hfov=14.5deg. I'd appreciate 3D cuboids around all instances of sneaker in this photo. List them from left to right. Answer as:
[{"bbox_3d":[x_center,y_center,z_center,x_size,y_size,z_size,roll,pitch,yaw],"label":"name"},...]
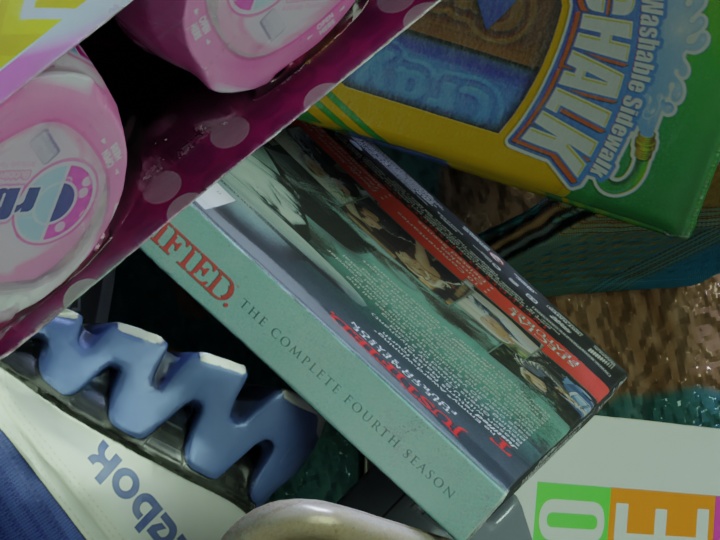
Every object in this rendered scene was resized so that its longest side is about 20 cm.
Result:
[{"bbox_3d":[-0.111,0.055,0.657,0.199,0.080,0.116,20,79,-18],"label":"sneaker"}]

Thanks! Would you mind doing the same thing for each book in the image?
[{"bbox_3d":[0.086,0.116,0.919,0.199,0.048,0.134,8,83,-43],"label":"book"}]

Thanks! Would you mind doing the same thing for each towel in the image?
[{"bbox_3d":[0.129,-0.033,0.879,0.146,0.200,0.022,-4,73,-43],"label":"towel"}]

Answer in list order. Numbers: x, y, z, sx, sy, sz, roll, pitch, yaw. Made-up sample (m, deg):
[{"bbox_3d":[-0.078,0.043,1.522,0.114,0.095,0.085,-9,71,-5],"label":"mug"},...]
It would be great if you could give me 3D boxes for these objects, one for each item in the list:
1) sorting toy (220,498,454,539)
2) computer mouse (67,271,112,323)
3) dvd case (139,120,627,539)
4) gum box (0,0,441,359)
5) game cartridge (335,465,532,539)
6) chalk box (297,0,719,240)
[{"bbox_3d":[-0.019,0.153,0.712,0.185,0.036,0.201,23,97,-53],"label":"sorting toy"},{"bbox_3d":[-0.102,0.046,0.745,0.109,0.044,0.201,3,86,-38],"label":"computer mouse"},{"bbox_3d":[0.000,0.000,0.759,0.146,0.022,0.200,42,12,5],"label":"dvd case"},{"bbox_3d":[-0.048,-0.086,0.601,0.200,0.113,0.066,-40,145,-12],"label":"gum box"},{"bbox_3d":[-0.021,0.151,0.759,0.200,0.040,0.134,-44,135,-24],"label":"game cartridge"},{"bbox_3d":[0.055,-0.097,0.755,0.199,0.124,0.125,19,22,-1],"label":"chalk box"}]
